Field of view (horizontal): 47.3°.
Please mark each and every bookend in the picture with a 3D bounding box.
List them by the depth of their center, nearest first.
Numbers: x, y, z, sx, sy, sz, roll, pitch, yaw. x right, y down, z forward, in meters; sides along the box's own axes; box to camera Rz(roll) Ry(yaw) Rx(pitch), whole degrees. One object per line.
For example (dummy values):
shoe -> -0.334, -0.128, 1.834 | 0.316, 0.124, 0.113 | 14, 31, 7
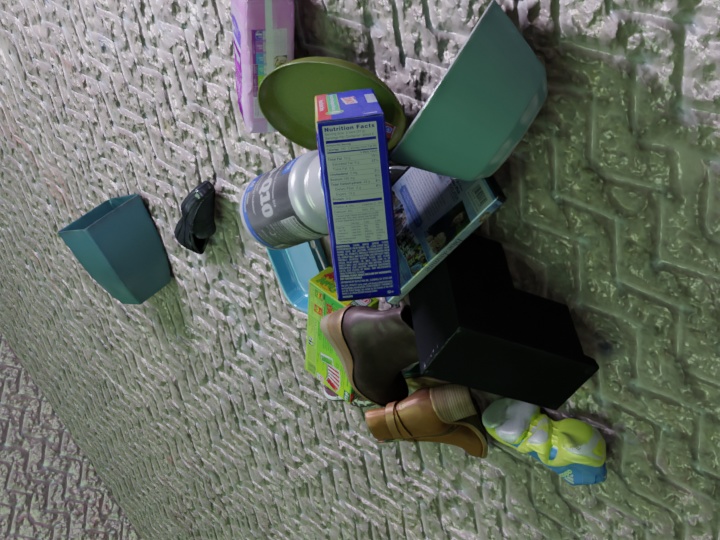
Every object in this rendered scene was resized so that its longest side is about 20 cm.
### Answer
bookend -> 0.169, 0.050, 1.036 | 0.092, 0.198, 0.200 | -56, 27, 37

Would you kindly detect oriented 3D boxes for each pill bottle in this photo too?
pill bottle -> -0.070, -0.098, 1.116 | 0.200, 0.114, 0.114 | -14, 105, 53

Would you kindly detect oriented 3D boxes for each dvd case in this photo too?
dvd case -> 0.079, -0.072, 1.015 | 0.200, 0.018, 0.143 | -45, 47, 28

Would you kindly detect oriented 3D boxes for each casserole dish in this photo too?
casserole dish -> -0.100, -0.019, 1.365 | 0.121, 0.039, 0.201 | 0, 117, 48

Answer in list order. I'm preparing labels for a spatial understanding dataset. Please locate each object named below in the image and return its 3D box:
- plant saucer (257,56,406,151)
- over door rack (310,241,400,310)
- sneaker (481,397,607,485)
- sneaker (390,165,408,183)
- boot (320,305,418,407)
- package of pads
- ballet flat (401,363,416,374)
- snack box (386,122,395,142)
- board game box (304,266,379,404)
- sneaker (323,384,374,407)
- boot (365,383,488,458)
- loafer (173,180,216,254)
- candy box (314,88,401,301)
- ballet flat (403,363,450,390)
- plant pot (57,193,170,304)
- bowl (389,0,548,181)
plant saucer -> -0.035, -0.216, 1.077 | 0.199, 0.031, 0.200 | 11, 155, 5
over door rack -> 0.000, 0.000, 1.241 | 0.200, 0.067, 0.148 | 58, 144, -3
sneaker -> 0.255, 0.245, 1.134 | 0.200, 0.076, 0.105 | 14, 139, 55
sneaker -> 0.045, -0.074, 1.125 | 0.116, 0.075, 0.200 | 51, 122, 22
boot -> 0.049, 0.123, 1.126 | 0.166, 0.072, 0.200 | -7, 132, 44
package of pads -> -0.134, -0.302, 1.130 | 0.121, 0.075, 0.201 | -111, 19, -49
ballet flat -> 0.071, 0.109, 1.219 | 0.200, 0.069, 0.070 | -29, 94, 41
snack box -> -0.014, -0.152, 1.124 | 0.072, 0.024, 0.200 | 26, 154, -3
board game box -> -0.031, 0.101, 1.260 | 0.101, 0.048, 0.200 | 33, 139, 27
sneaker -> -0.016, 0.160, 1.375 | 0.200, 0.076, 0.116 | -9, 106, 51
boot -> 0.101, 0.234, 1.201 | 0.200, 0.155, 0.077 | 59, -164, -56
loafer -> -0.290, -0.095, 1.502 | 0.070, 0.068, 0.201 | 43, 147, 4
candy box -> -0.004, -0.090, 0.922 | 0.169, 0.077, 0.201 | -96, 0, -70
ballet flat -> 0.129, 0.149, 1.227 | 0.063, 0.069, 0.200 | 41, 153, -25
plant pot -> -0.496, -0.035, 1.720 | 0.141, 0.141, 0.200 | -1, 123, 49
bowl -> 0.128, -0.177, 0.891 | 0.105, 0.201, 0.201 | 32, 142, -3
